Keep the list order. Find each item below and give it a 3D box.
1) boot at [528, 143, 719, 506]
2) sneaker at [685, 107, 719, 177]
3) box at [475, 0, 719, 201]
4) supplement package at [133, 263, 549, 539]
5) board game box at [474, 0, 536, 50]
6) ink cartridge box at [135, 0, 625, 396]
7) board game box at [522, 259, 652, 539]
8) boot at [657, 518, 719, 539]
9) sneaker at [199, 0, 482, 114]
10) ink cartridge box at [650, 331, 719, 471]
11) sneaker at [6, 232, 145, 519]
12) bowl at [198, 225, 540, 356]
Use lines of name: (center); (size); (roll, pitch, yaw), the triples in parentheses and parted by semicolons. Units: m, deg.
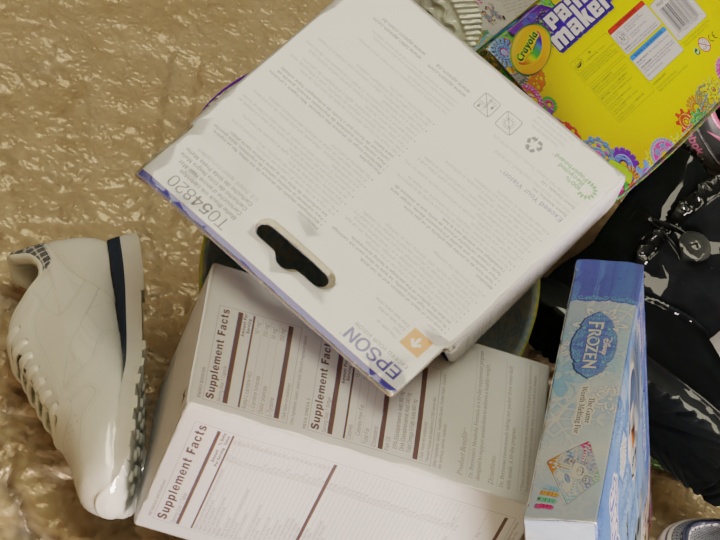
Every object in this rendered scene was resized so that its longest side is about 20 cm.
boot: (0.215, 0.030, 1.665); (0.200, 0.076, 0.168); (41, 63, 14)
sneaker: (0.292, -0.084, 1.879); (0.200, 0.095, 0.079); (16, 42, -11)
box: (0.122, -0.099, 1.717); (0.122, 0.193, 0.200); (49, 51, -1)
supplement package: (-0.010, 0.095, 1.520); (0.200, 0.114, 0.110); (18, 43, -9)
board game box: (0.095, -0.145, 1.894); (0.200, 0.034, 0.134); (-20, 59, -36)
ink cartridge box: (0.011, -0.045, 1.534); (0.200, 0.041, 0.200); (42, 65, 15)
board game box: (0.130, 0.134, 1.525); (0.043, 0.200, 0.199); (4, 43, 13)
boot: (0.280, 0.167, 1.635); (0.200, 0.090, 0.073); (13, 45, -12)
sneaker: (-0.015, -0.119, 1.784); (0.200, 0.100, 0.070); (-27, 98, -3)
ink cartridge box: (0.210, 0.038, 1.751); (0.104, 0.059, 0.200); (19, 44, -6)
sneaker: (-0.161, 0.062, 1.569); (0.080, 0.076, 0.200); (0, 44, -7)
bowl: (0.000, 0.000, 1.643); (0.200, 0.200, 0.108); (17, 4, -8)
